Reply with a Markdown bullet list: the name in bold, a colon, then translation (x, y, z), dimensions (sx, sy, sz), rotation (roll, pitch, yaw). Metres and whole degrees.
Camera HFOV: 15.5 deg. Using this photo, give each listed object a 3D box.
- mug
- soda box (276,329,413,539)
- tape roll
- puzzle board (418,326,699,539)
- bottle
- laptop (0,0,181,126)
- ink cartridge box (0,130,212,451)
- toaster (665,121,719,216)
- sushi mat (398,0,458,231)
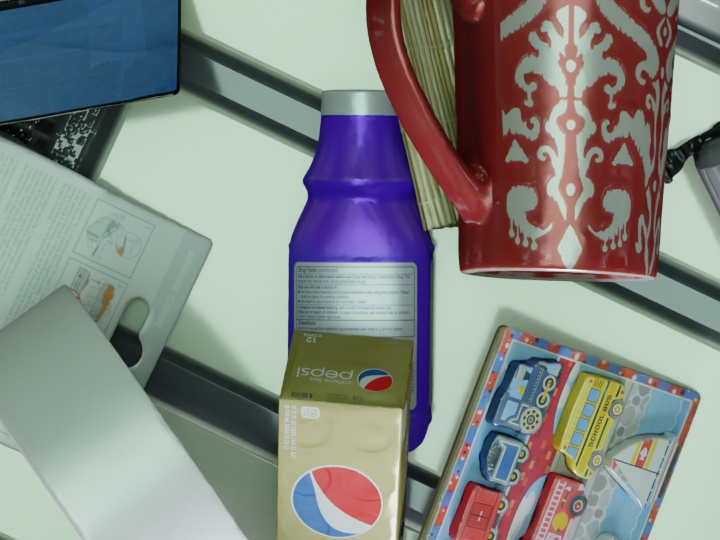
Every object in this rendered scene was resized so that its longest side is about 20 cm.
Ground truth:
- **mug**: translation (0.088, -0.097, 1.429), dimensions (0.176, 0.133, 0.202), rotation (1, 88, -2)
- **soda box**: translation (-0.010, 0.133, 1.441), dimensions (0.067, 0.064, 0.201), rotation (5, 124, 4)
- **tape roll**: translation (-0.129, 0.107, 1.419), dimensions (0.071, 0.202, 0.203), rotation (-36, 90, -6)
- **puzzle board**: translation (0.101, 0.144, 1.457), dimensions (0.150, 0.017, 0.201), rotation (19, 94, -34)
- **bottle**: translation (0.000, 0.000, 1.481), dimensions (0.083, 0.065, 0.202), rotation (0, 92, 7)
- **laptop**: translation (-0.199, -0.179, 1.460), dimensions (0.186, 0.116, 0.202), rotation (-9, 92, 3)
- **ink cartridge box**: translation (-0.208, 0.009, 1.513), dimensions (0.199, 0.047, 0.161), rotation (25, 93, -15)
- **toaster**: translation (0.270, -0.042, 1.442), dimensions (0.199, 0.114, 0.130), rotation (-25, 93, 4)
- **sushi mat**: translation (0.053, -0.125, 1.477), dimensions (0.095, 0.012, 0.201), rotation (-15, 92, -33)
